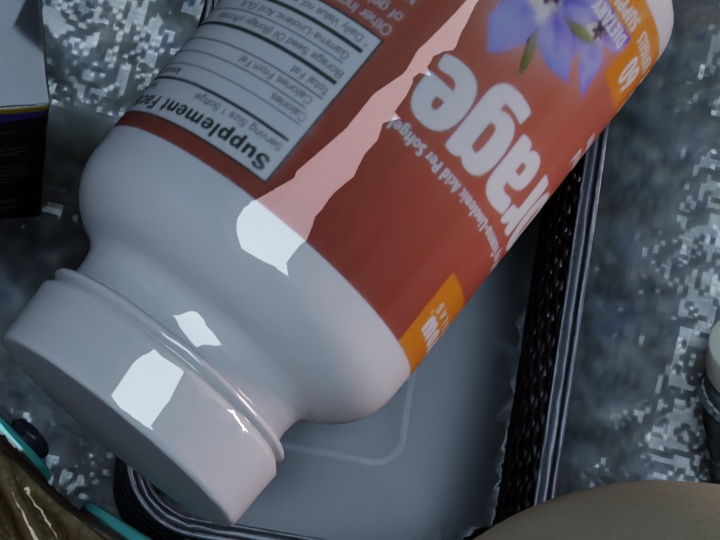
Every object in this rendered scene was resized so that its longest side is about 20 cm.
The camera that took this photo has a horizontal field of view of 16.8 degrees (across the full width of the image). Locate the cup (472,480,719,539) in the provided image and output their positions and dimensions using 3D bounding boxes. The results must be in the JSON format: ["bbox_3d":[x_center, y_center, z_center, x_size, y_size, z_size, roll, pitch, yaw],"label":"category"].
[{"bbox_3d":[0.099,0.144,0.577,0.199,0.143,0.202,2,79,-13],"label":"cup"}]

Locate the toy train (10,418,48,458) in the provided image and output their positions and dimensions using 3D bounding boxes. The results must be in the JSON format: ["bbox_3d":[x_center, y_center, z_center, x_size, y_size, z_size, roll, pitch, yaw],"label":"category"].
[{"bbox_3d":[-0.105,0.132,0.774,0.200,0.087,0.114,46,68,4],"label":"toy train"}]

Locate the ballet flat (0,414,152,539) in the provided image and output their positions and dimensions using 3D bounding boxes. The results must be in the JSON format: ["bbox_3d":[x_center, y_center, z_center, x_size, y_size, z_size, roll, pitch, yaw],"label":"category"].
[{"bbox_3d":[-0.102,0.086,0.718,0.200,0.068,0.072,40,79,3],"label":"ballet flat"}]

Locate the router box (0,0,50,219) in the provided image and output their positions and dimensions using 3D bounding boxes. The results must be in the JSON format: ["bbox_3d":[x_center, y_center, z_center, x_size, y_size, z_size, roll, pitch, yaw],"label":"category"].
[{"bbox_3d":[-0.133,-0.127,0.776,0.052,0.157,0.201,-5,80,-9],"label":"router box"}]

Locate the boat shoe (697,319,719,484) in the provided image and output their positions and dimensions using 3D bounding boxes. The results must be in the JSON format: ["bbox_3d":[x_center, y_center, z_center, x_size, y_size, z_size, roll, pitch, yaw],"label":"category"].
[{"bbox_3d":[0.211,0.041,0.856,0.199,0.073,0.062,-6,124,-16],"label":"boat shoe"}]

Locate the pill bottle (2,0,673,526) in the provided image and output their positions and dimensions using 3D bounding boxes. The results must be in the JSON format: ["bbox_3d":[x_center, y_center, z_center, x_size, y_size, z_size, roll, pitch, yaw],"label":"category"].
[{"bbox_3d":[-0.008,-0.030,0.705,0.112,0.112,0.200,39,77,0],"label":"pill bottle"}]

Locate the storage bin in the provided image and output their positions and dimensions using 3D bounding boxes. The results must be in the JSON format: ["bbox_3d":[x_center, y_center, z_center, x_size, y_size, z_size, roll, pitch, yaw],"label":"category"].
[{"bbox_3d":[0.000,0.000,0.805,0.134,0.094,0.201,11,79,-6],"label":"storage bin"}]
